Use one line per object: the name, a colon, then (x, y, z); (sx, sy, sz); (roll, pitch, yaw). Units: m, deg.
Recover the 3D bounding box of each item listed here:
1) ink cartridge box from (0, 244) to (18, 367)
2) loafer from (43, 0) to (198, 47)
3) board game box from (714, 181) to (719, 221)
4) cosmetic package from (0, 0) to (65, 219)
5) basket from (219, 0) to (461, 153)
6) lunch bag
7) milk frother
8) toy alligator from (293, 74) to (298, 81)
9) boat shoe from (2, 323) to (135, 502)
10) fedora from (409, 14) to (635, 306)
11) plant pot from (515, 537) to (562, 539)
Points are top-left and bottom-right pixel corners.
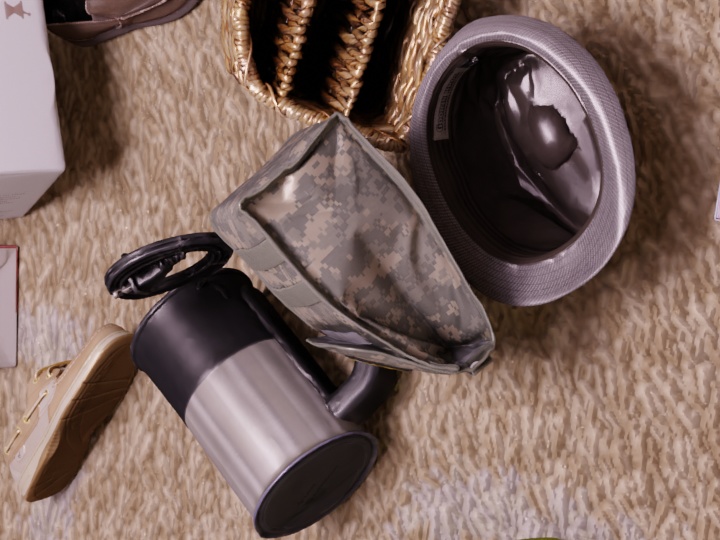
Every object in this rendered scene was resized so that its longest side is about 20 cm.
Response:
ink cartridge box: (-0.417, 0.030, 1.749); (0.199, 0.067, 0.117); (3, 93, 39)
loafer: (-0.208, -0.241, 1.568); (0.200, 0.071, 0.073); (-23, 76, 38)
board game box: (0.304, -0.115, 1.112); (0.199, 0.041, 0.201); (19, 104, 61)
cosmetic package: (-0.366, -0.138, 1.596); (0.200, 0.166, 0.168); (151, 111, -66)
basket: (-0.017, -0.207, 1.332); (0.149, 0.142, 0.201); (-130, 55, -62)
lunch bag: (0.000, 0.000, 1.285); (0.118, 0.164, 0.200); (-44, 98, -8)
milk frother: (-0.095, 0.078, 1.392); (0.188, 0.200, 0.181); (49, 117, 28)
toy alligator: (-0.062, -0.210, 1.457); (0.059, 0.054, 0.201); (-17, 79, 38)
boat shoe: (-0.265, 0.116, 1.617); (0.069, 0.074, 0.200); (46, 119, 24)
fedora: (0.127, -0.080, 1.274); (0.177, 0.090, 0.200); (-39, 73, 35)
plant pot: (0.069, 0.289, 1.263); (0.181, 0.200, 0.200); (-25, 74, 31)
